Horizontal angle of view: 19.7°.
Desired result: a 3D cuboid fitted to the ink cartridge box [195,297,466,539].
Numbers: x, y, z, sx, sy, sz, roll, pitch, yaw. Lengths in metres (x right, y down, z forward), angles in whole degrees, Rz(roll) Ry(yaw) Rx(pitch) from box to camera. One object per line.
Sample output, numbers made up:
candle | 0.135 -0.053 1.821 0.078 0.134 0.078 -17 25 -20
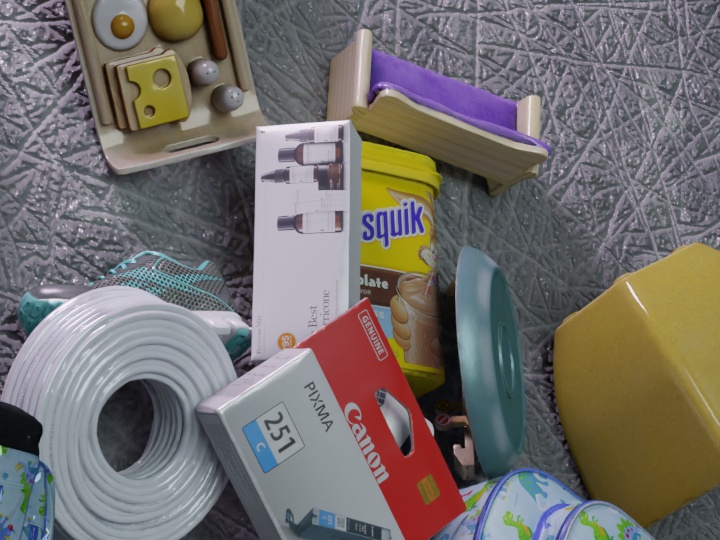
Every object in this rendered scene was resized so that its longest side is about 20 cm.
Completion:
ink cartridge box | -0.009 0.147 1.589 0.176 0.045 0.201 -33 105 -28

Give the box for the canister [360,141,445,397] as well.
canister | 0.000 0.000 1.757 0.148 0.086 0.201 10 66 -31

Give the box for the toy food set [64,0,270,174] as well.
toy food set | -0.156 -0.190 1.692 0.143 0.060 0.201 -16 101 -20

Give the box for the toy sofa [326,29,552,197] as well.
toy sofa | 0.075 -0.146 1.867 0.199 0.098 0.083 18 60 -27

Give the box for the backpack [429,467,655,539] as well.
backpack | 0.153 0.262 1.694 0.200 0.147 0.184 38 52 -22

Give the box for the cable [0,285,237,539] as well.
cable | -0.178 0.114 1.542 0.199 0.069 0.201 -18 108 -38

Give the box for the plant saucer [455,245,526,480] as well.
plant saucer | 0.113 0.078 1.755 0.200 0.027 0.201 -6 90 -78

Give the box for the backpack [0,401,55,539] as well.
backpack | -0.284 0.202 1.426 0.154 0.163 0.201 32 60 -37

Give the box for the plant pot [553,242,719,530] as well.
plant pot | 0.286 0.096 1.854 0.195 0.194 0.201 -24 78 -39

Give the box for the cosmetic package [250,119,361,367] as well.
cosmetic package | -0.043 -0.019 1.675 0.051 0.082 0.201 53 34 -68

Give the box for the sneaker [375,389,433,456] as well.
sneaker | -0.026 0.169 1.651 0.081 0.076 0.200 49 59 -22

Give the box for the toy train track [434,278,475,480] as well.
toy train track | 0.079 0.091 1.787 0.032 0.115 0.201 -2 50 3

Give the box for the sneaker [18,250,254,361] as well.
sneaker | -0.182 0.026 1.638 0.199 0.078 0.092 8 50 -36
